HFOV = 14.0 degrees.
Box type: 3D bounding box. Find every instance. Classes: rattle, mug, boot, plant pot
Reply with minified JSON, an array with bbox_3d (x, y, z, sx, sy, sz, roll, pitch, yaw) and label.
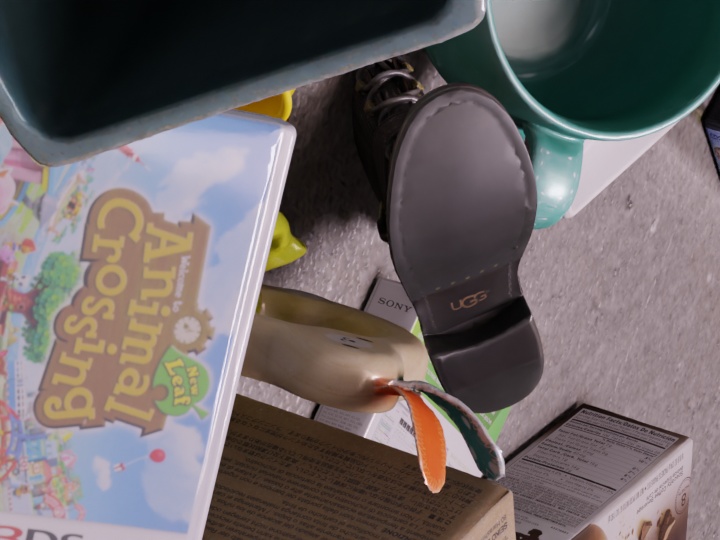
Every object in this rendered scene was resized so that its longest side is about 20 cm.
[{"bbox_3d":[0.000,0.000,1.275,0.130,0.200,0.143,29,86,-31],"label":"rattle"},{"bbox_3d":[0.090,-0.132,1.430,0.185,0.114,0.152,-44,112,-15],"label":"mug"},{"bbox_3d":[0.027,-0.046,1.368,0.069,0.175,0.201,-15,133,-7],"label":"boot"},{"bbox_3d":[-0.056,-0.191,1.065,0.197,0.195,0.200,60,30,-24],"label":"plant pot"}]

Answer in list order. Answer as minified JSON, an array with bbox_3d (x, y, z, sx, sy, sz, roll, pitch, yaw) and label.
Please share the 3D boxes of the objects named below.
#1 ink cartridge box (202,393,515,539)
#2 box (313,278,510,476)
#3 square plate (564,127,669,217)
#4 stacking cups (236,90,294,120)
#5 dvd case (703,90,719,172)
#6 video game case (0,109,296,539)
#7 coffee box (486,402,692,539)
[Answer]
[{"bbox_3d":[-0.056,0.136,1.255,0.165,0.199,0.075,-42,138,-41],"label":"ink cartridge box"},{"bbox_3d":[0.008,0.121,1.529,0.201,0.036,0.144,-64,150,-13],"label":"box"},{"bbox_3d":[0.154,-0.160,1.617,0.200,0.028,0.199,-41,137,-43],"label":"square plate"},{"bbox_3d":[-0.016,-0.152,1.325,0.200,0.060,0.061,-60,149,-34],"label":"stacking cups"},{"bbox_3d":[0.277,-0.090,1.890,0.143,0.017,0.200,-58,147,-22],"label":"dvd case"},{"bbox_3d":[-0.131,0.024,1.139,0.181,0.022,0.201,9,101,-23],"label":"video game case"},{"bbox_3d":[0.108,0.172,1.679,0.200,0.079,0.114,-32,131,-49],"label":"coffee box"}]
